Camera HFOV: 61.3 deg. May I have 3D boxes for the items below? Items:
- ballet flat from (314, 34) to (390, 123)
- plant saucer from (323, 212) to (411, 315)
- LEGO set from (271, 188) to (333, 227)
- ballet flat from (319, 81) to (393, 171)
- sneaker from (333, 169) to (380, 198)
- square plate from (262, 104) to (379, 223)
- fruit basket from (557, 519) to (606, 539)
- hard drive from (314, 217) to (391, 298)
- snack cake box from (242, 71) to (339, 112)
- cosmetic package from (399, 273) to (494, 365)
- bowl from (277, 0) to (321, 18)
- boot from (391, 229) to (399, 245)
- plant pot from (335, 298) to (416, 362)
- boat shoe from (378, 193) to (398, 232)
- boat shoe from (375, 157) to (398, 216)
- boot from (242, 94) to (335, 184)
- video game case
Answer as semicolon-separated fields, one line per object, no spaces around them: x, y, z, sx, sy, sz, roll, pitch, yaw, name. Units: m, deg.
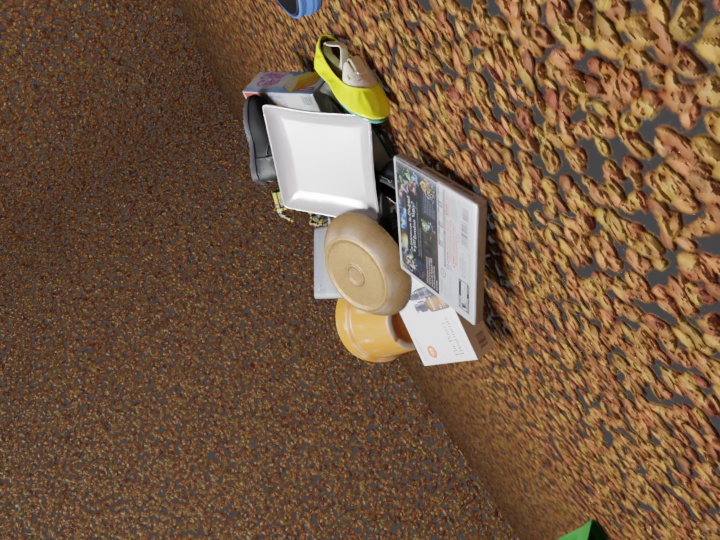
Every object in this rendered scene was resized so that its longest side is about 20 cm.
-0.018;-0.292;0.898;0.201;0.065;0.068;54;153;40;ballet flat
0.000;0.000;1.067;0.197;0.035;0.205;27;134;30;plant saucer
-0.083;-0.125;1.268;0.195;0.153;0.120;2;115;40;LEGO set
-0.008;-0.238;1.036;0.203;0.068;0.069;59;173;-20;ballet flat
-0.051;-0.172;1.128;0.195;0.116;0.077;24;161;17;sneaker
-0.060;-0.180;1.020;0.194;0.029;0.203;12;134;22;square plate
0.487;0.605;1.158;0.210;0.155;0.222;16;123;26;fruit basket
-0.017;-0.019;1.174;0.196;0.032;0.145;-4;85;46;hard drive
-0.123;-0.314;1.173;0.196;0.068;0.116;15;148;37;snack cake box
0.125;0.058;1.043;0.150;0.051;0.205;-21;96;59;cosmetic package
-0.127;-0.478;0.911;0.204;0.039;0.201;57;173;10;bowl
0.126;0.023;1.124;0.143;0.070;0.205;29;147;49;boot
0.068;0.099;1.310;0.203;0.199;0.182;57;157;-13;plant pot
0.049;-0.075;1.190;0.070;0.069;0.209;12;-101;-64;boat shoe
0.089;-0.101;0.978;0.201;0.061;0.075;52;171;29;boat shoe
-0.118;-0.252;1.099;0.195;0.065;0.171;-4;96;36;boot
0.114;-0.047;0.883;0.181;0.023;0.205;40;147;44;video game case
